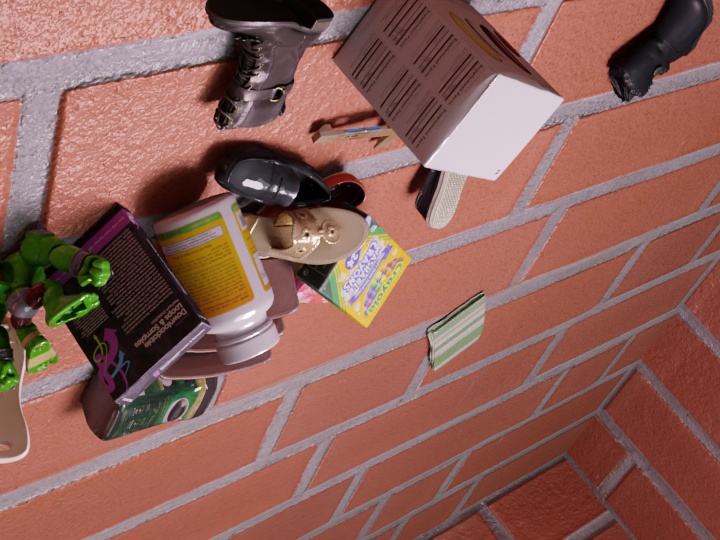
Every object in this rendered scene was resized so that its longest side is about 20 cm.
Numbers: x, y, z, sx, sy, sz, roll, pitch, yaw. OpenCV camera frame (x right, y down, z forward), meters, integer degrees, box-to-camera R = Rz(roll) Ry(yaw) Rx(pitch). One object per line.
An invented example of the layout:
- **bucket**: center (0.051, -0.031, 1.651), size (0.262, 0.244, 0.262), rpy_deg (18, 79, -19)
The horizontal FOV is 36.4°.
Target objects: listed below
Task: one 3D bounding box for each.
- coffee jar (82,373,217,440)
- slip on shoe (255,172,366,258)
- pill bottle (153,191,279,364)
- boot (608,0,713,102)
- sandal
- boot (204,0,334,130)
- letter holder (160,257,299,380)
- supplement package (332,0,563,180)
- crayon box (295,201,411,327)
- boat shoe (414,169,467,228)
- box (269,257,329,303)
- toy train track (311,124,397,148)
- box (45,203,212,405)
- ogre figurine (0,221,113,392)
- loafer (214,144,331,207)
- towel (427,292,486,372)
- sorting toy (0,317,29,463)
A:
- **coffee jar**: center (-0.314, 0.187, 1.659), size (0.199, 0.085, 0.105), rpy_deg (-7, 137, -48)
- **slip on shoe**: center (-0.076, -0.080, 1.539), size (0.199, 0.061, 0.075), rpy_deg (-29, 112, -22)
- **pill bottle**: center (-0.177, 0.012, 1.394), size (0.110, 0.202, 0.111), rpy_deg (-21, -170, 4)
- **boot**: center (0.502, -0.380, 1.845), size (0.168, 0.076, 0.200), rpy_deg (-40, 162, -9)
- **sandal**: center (-0.096, -0.045, 1.457), size (0.209, 0.078, 0.070), rpy_deg (2, -173, 5)
- **boot**: center (-0.124, -0.229, 1.243), size (0.199, 0.069, 0.175), rpy_deg (-10, 142, -50)
- **letter holder**: center (-0.187, 0.068, 1.516), size (0.199, 0.143, 0.100), rpy_deg (-6, 169, -43)
- **supplement package**: center (0.113, -0.242, 1.393), size (0.147, 0.200, 0.191), rpy_deg (-50, 154, 23)
- **crayon box**: center (0.000, 0.000, 1.587), size (0.126, 0.051, 0.200), rpy_deg (-57, 149, -5)
- **boat shoe**: center (0.138, -0.166, 1.727), size (0.074, 0.062, 0.201), rpy_deg (-3, 122, -45)
- **box**: center (-0.049, -0.016, 1.668), size (0.096, 0.100, 0.199), rpy_deg (-49, 153, 21)
- **toy train track**: center (0.017, -0.204, 1.523), size (0.199, 0.033, 0.115), rpy_deg (-12, 167, -35)
- **box**: center (-0.285, 0.040, 1.313), size (0.143, 0.200, 0.036), rpy_deg (-41, 156, 6)
- **ogre figurine**: center (-0.380, 0.032, 1.265), size (0.098, 0.120, 0.200), rpy_deg (-13, 146, -51)
- **loafer**: center (-0.110, -0.119, 1.435), size (0.200, 0.070, 0.069), rpy_deg (3, 117, -56)
- **towel**: center (0.208, 0.135, 2.373), size (0.152, 0.023, 0.200), rpy_deg (-34, 153, -13)
- **sorting toy**: center (-0.472, 0.153, 1.268), size (0.199, 0.180, 0.107), rpy_deg (1, 134, -54)
